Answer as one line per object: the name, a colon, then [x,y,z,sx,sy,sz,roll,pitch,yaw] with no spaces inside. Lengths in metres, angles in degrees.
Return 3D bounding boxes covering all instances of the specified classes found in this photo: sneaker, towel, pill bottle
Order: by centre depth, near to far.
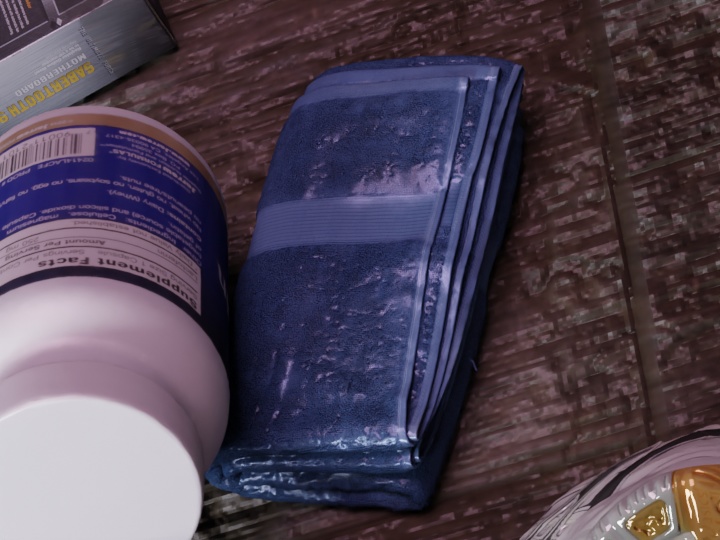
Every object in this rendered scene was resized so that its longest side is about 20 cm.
sneaker: [0.075,0.129,1.054,0.200,0.076,0.088,-34,8,20]
pill bottle: [-0.109,0.030,1.135,0.115,0.116,0.200,-21,32,11]
towel: [0.000,0.000,1.183,0.111,0.049,0.201,-1,58,26]

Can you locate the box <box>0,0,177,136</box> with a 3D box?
box: [-0.191,-0.148,1.375,0.158,0.048,0.200,-29,51,4]
